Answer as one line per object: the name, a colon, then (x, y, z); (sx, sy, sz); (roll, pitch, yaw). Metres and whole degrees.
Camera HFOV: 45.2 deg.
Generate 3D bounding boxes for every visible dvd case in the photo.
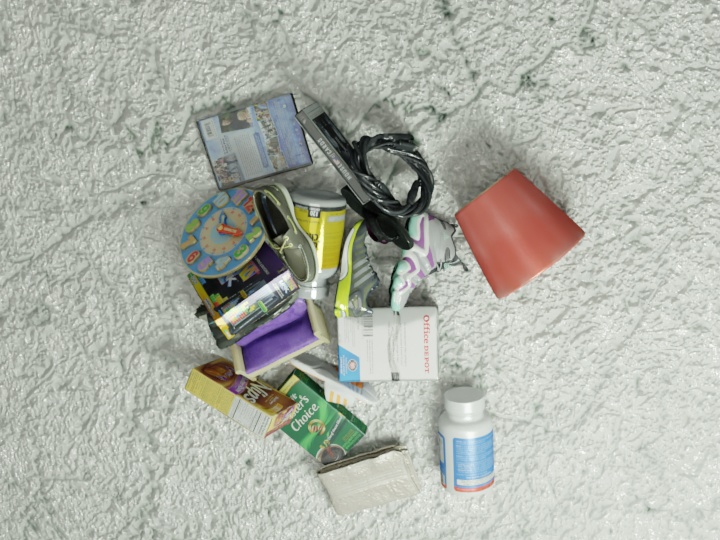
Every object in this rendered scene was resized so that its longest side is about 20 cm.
dvd case: (-0.205, -0.249, 1.685); (0.199, 0.018, 0.143); (-14, 104, 10)
dvd case: (-0.040, -0.220, 1.603); (0.025, 0.150, 0.200); (-37, 99, 16)

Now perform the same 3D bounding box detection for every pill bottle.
pill bottle: (-0.091, -0.051, 1.677); (0.112, 0.112, 0.201); (8, 106, 5)
pill bottle: (0.214, 0.344, 1.751); (0.112, 0.112, 0.201); (-1, 106, 7)

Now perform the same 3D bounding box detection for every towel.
towel: (0.022, 0.443, 1.820); (0.199, 0.035, 0.133); (-19, 116, 6)

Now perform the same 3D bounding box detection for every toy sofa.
toy sofa: (-0.169, 0.136, 1.730); (0.200, 0.098, 0.083); (-27, 56, 14)

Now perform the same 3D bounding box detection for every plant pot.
plant pot: (0.281, -0.077, 1.597); (0.200, 0.200, 0.178); (-38, 88, 15)

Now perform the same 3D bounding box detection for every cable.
cable: (0.054, -0.174, 1.585); (0.051, 0.200, 0.164); (-17, 85, 44)

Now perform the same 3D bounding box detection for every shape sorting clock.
shape sorting clock: (-0.265, -0.076, 1.668); (0.199, 0.201, 0.039); (-19, 143, 12)

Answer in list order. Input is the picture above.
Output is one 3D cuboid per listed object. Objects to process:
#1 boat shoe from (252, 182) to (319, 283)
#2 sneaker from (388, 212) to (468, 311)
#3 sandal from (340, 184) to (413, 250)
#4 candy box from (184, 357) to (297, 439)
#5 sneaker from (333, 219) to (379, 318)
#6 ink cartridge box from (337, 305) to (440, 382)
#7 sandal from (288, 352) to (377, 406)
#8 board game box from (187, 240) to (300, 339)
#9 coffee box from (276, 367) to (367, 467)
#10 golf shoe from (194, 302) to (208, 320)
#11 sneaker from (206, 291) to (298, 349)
boat shoe: (-0.141, -0.065, 1.602); (0.072, 0.060, 0.202); (-28, 83, 35)
sneaker: (0.138, -0.006, 1.663); (0.139, 0.078, 0.201); (16, 87, -4)
sandal: (0.024, -0.089, 1.633); (0.048, 0.200, 0.075); (-40, 144, -16)
candy box: (-0.240, 0.254, 1.750); (0.200, 0.117, 0.057); (29, 105, 16)
sneaker: (0.000, 0.000, 1.679); (0.081, 0.074, 0.201); (9, 81, -1)
ink cartridge box: (0.058, 0.144, 1.712); (0.199, 0.084, 0.145); (-1, 89, 8)
sandal: (-0.063, 0.232, 1.776); (0.206, 0.079, 0.059); (26, 108, 8)
board game box: (-0.226, 0.021, 1.644); (0.165, 0.200, 0.057); (-37, 126, -6)
coffee box: (-0.099, 0.312, 1.814); (0.200, 0.044, 0.123); (42, 107, -5)
golf shoe: (-0.240, 0.076, 1.752); (0.199, 0.077, 0.088); (-17, 115, 15)
sneaker: (-0.212, 0.077, 1.669); (0.200, 0.075, 0.079); (-31, 89, 15)
